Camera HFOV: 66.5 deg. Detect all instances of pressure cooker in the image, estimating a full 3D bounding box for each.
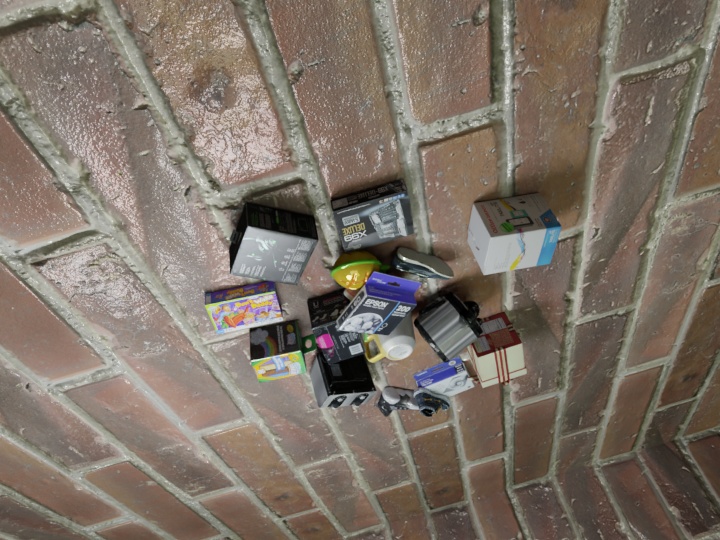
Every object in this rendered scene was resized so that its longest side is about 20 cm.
[{"bbox_3d":[0.288,0.167,1.730,0.200,0.176,0.179,-39,135,3],"label":"pressure cooker"}]

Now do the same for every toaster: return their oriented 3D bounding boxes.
[{"bbox_3d":[-0.066,0.356,1.832,0.179,0.201,0.119,1,138,-28],"label":"toaster"}]

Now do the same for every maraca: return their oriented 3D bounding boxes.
[{"bbox_3d":[0.000,0.000,1.537,0.136,0.108,0.199,-19,165,29],"label":"maraca"}]

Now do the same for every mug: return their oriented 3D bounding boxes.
[{"bbox_3d":[0.102,0.209,1.743,0.148,0.154,0.187,0,135,-17],"label":"mug"}]

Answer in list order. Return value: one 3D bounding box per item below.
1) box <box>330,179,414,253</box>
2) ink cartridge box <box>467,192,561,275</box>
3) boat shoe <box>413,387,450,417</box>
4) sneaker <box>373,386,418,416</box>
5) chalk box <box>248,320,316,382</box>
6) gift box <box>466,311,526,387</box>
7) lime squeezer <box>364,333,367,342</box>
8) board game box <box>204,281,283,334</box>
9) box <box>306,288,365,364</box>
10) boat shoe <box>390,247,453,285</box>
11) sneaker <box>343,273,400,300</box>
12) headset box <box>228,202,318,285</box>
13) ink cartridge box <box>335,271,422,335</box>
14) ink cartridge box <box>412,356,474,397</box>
[{"bbox_3d":[0.033,-0.139,1.437,0.198,0.050,0.158,-16,137,0],"label":"box"},{"bbox_3d":[0.417,-0.101,1.517,0.198,0.147,0.147,-10,138,-7],"label":"ink cartridge box"},{"bbox_3d":[0.281,0.524,2.108,0.199,0.091,0.071,29,125,-35],"label":"boat shoe"},{"bbox_3d":[0.148,0.520,2.139,0.199,0.076,0.114,21,127,-25],"label":"sneaker"},{"bbox_3d":[-0.235,0.247,1.705,0.198,0.125,0.125,-10,137,-4],"label":"chalk box"},{"bbox_3d":[0.449,0.281,1.906,0.198,0.185,0.188,-16,129,6],"label":"gift box"},{"bbox_3d":[0.035,0.117,1.690,0.201,0.070,0.038,-62,163,7],"label":"lime squeezer"},{"bbox_3d":[-0.334,0.107,1.589,0.198,0.045,0.135,-12,137,-4],"label":"board game box"},{"bbox_3d":[-0.071,0.173,1.684,0.131,0.115,0.201,-18,138,0],"label":"box"},{"bbox_3d":[0.180,-0.007,1.599,0.199,0.075,0.062,15,128,-27],"label":"boat shoe"},{"bbox_3d":[0.054,0.049,1.621,0.199,0.075,0.105,11,111,-21],"label":"sneaker"},{"bbox_3d":[-0.232,-0.064,1.406,0.198,0.093,0.175,9,132,-24],"label":"headset box"},{"bbox_3d":[0.060,0.100,1.555,0.197,0.044,0.200,12,126,-40],"label":"ink cartridge box"},{"bbox_3d":[0.323,0.427,2.114,0.198,0.041,0.200,-25,136,10],"label":"ink cartridge box"}]
